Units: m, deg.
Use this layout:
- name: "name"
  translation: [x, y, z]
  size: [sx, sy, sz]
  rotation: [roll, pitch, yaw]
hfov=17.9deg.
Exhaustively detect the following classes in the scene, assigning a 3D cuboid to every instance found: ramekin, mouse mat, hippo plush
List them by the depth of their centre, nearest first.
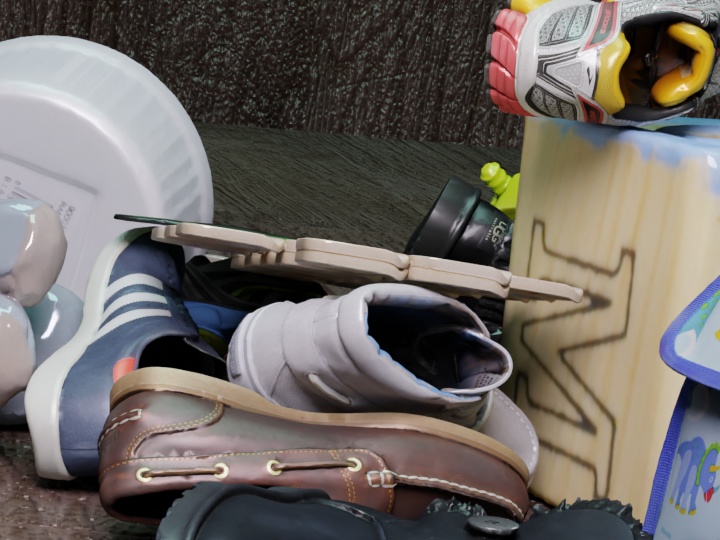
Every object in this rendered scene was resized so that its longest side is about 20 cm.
- name: "hippo plush"
  translation: [-0.228, 0.033, 1.199]
  size: [0.200, 0.159, 0.161]
  rotation: [26, -15, 23]
- name: "mouse mat"
  translation: [-0.020, -0.013, 1.234]
  size: [0.200, 0.008, 0.161]
  rotation: [10, 1, 9]
- name: "ramekin"
  translation: [-0.194, -0.034, 1.370]
  size: [0.200, 0.201, 0.098]
  rotation: [7, 15, 6]

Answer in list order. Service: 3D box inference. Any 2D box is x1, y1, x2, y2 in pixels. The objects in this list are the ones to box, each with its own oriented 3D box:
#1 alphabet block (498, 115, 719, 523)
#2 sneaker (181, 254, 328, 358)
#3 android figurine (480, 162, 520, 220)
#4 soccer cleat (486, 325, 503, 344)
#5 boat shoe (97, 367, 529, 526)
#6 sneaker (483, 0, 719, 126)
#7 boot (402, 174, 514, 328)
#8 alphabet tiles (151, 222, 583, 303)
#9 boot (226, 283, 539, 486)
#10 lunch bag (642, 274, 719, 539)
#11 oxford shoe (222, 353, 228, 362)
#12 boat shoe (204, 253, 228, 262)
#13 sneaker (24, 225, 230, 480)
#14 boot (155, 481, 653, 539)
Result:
- name: "alphabet block"
  translation: [0.196, 0.029, 1.176]
  size: [0.195, 0.200, 0.196]
  rotation: [3, 9, -21]
- name: "sneaker"
  translation: [-0.041, 0.022, 1.251]
  size: [0.199, 0.071, 0.083]
  rotation: [9, 50, 42]
- name: "android figurine"
  translation: [0.153, 0.000, 1.456]
  size: [0.200, 0.041, 0.182]
  rotation: [45, -29, -24]
- name: "soccer cleat"
  translation: [0.101, 0.069, 1.281]
  size: [0.200, 0.073, 0.068]
  rotation: [-1, -10, -28]
- name: "boat shoe"
  translation: [-0.020, 0.101, 1.024]
  size: [0.200, 0.070, 0.070]
  rotation: [10, 45, -10]
- name: "sneaker"
  translation: [0.150, -0.103, 1.137]
  size: [0.082, 0.078, 0.200]
  rotation: [18, 24, 38]
- name: "boot"
  translation: [0.093, 0.034, 1.446]
  size: [0.158, 0.080, 0.211]
  rotation: [28, -23, -1]
- name: "alphabet tiles"
  translation: [0.000, 0.000, 1.115]
  size: [0.195, 0.015, 0.200]
  rotation: [9, -3, -13]
- name: "boot"
  translation: [0.039, 0.062, 1.076]
  size: [0.096, 0.074, 0.200]
  rotation: [-16, -29, 43]
- name: "lunch bag"
  translation: [0.202, 0.066, 0.895]
  size: [0.127, 0.200, 0.170]
  rotation: [13, 6, -24]
- name: "oxford shoe"
  translation: [-0.052, 0.065, 1.192]
  size: [0.071, 0.073, 0.200]
  rotation: [-2, 11, -40]
- name: "boat shoe"
  translation: [-0.123, 0.019, 1.459]
  size: [0.200, 0.073, 0.063]
  rotation: [2, 11, 9]
- name: "sneaker"
  translation: [-0.101, 0.042, 1.165]
  size: [0.084, 0.075, 0.200]
  rotation: [-1, 31, 12]
- name: "boot"
  translation: [0.024, 0.121, 0.850]
  size: [0.168, 0.077, 0.200]
  rotation: [4, 2, 16]
